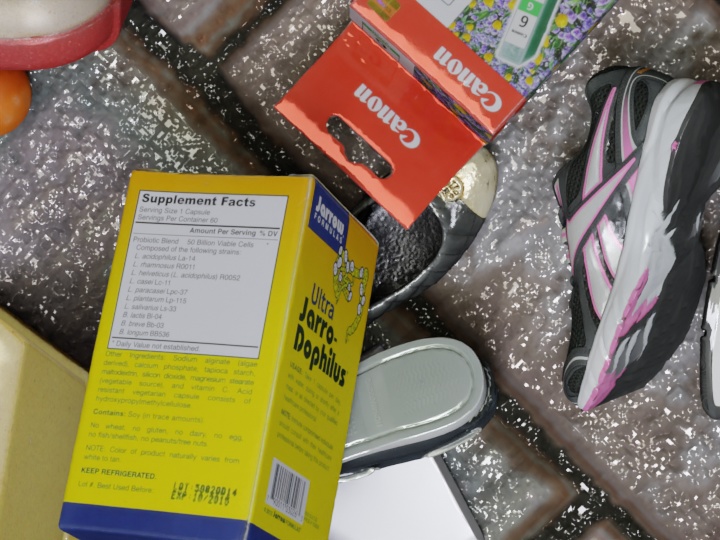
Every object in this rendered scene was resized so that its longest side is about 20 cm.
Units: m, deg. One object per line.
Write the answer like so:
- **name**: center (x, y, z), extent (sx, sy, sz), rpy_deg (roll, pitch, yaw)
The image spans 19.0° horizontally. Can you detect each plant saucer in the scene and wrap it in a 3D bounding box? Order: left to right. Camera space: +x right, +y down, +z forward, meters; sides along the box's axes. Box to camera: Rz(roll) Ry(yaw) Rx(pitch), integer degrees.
- **plant saucer**: center (-0.189, 0.129, 1.240), extent (0.048, 0.200, 0.201), rpy_deg (4, 103, -31)

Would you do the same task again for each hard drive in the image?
- **hard drive**: center (-0.044, 0.147, 1.277), extent (0.199, 0.025, 0.132), rpy_deg (-28, 93, 13)

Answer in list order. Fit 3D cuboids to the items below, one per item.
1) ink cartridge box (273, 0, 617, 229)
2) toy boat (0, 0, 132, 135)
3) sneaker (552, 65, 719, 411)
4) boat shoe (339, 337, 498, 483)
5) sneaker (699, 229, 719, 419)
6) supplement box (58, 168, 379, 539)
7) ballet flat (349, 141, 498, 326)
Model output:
- **ink cartridge box**: center (0.055, -0.132, 1.184), extent (0.109, 0.050, 0.200), rpy_deg (42, 88, 1)
- **toy boat**: center (-0.223, -0.134, 1.230), extent (0.199, 0.131, 0.131), rpy_deg (0, 128, 9)
- **sneaker**: center (0.145, -0.023, 1.204), extent (0.086, 0.080, 0.201), rpy_deg (29, 112, 36)
- **boat shoe**: center (-0.019, 0.089, 1.218), extent (0.199, 0.060, 0.076), rpy_deg (-8, 70, 14)
- **sneaker**: center (0.252, -0.009, 1.172), extent (0.115, 0.076, 0.202), rpy_deg (12, 92, 8)
- **supplement box**: center (-0.072, 0.058, 1.150), extent (0.108, 0.110, 0.201), rpy_deg (4, 73, 22)
- **ballet flat**: center (0.000, 0.000, 1.230), extent (0.200, 0.057, 0.067), rpy_deg (-40, 87, 11)
